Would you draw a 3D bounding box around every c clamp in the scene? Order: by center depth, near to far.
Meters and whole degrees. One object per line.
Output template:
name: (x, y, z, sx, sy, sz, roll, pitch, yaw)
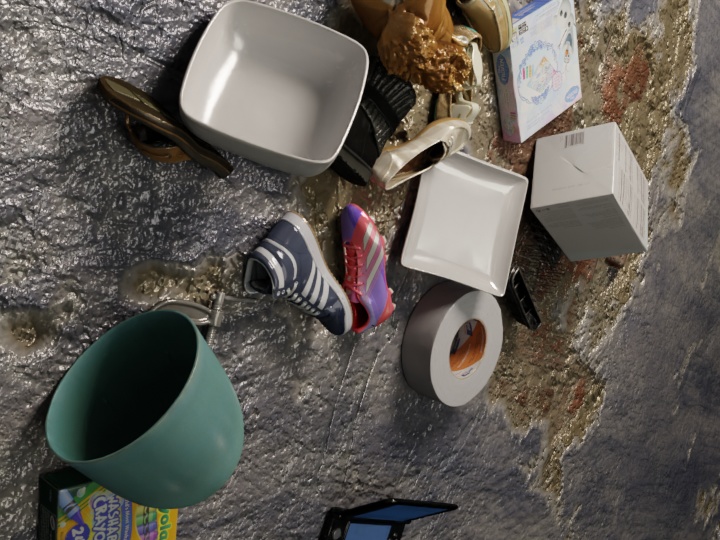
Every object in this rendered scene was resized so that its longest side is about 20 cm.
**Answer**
c clamp: (-0.218, 0.116, 1.157, 0.170, 0.027, 0.203, 19, 89, -47)

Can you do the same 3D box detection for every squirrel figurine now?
squirrel figurine: (0.079, -0.327, 1.250, 0.186, 0.140, 0.203, 33, 46, -66)

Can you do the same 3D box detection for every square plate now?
square plate: (0.163, -0.079, 1.447, 0.196, 0.028, 0.203, 17, 82, -24)

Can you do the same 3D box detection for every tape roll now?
tape roll: (0.158, 0.124, 1.540, 0.199, 0.066, 0.203, -17, 115, -42)

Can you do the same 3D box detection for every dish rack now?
dish rack: (0.330, -0.009, 1.692, 0.201, 0.054, 0.154, -52, 135, -23)

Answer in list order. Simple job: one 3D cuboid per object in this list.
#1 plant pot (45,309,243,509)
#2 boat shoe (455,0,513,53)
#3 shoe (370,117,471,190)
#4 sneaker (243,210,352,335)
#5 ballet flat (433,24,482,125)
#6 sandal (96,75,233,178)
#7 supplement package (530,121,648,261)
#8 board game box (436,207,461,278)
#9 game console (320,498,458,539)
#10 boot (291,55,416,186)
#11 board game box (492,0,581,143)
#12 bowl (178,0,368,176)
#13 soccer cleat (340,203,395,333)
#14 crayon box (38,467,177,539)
plant pot: (-0.224, 0.173, 1.034, 0.201, 0.199, 0.162, -52, 131, -22)
boat shoe: (0.169, -0.412, 1.375, 0.076, 0.071, 0.201, -52, 125, -39)
shoe: (0.093, -0.170, 1.355, 0.198, 0.053, 0.071, -26, 139, -26)
sneaker: (-0.087, 0.031, 1.239, 0.109, 0.070, 0.202, -46, 125, -33)
ballet flat: (0.154, -0.275, 1.408, 0.070, 0.065, 0.203, -16, 114, -43)
sandal: (-0.226, -0.151, 1.044, 0.055, 0.082, 0.200, -48, 144, 5)
supplement package: (0.418, -0.136, 1.645, 0.200, 0.150, 0.153, 41, 50, -46)
board game box: (0.173, -0.080, 1.508, 0.201, 0.039, 0.158, -58, 136, -16)
game console: (0.041, 0.439, 1.476, 0.199, 0.116, 0.178, 22, 86, -48)
boot: (-0.017, -0.231, 1.226, 0.159, 0.079, 0.211, -60, 142, -11)
board game box: (0.304, -0.353, 1.562, 0.199, 0.043, 0.201, -36, 126, -35)
bowl: (-0.102, -0.206, 1.069, 0.075, 0.197, 0.202, 117, -8, -61)
soccer cleat: (0.000, 0.000, 1.333, 0.076, 0.066, 0.202, -35, 129, -29)
crayon box: (-0.292, 0.295, 1.117, 0.198, 0.051, 0.128, -7, 107, -47)
